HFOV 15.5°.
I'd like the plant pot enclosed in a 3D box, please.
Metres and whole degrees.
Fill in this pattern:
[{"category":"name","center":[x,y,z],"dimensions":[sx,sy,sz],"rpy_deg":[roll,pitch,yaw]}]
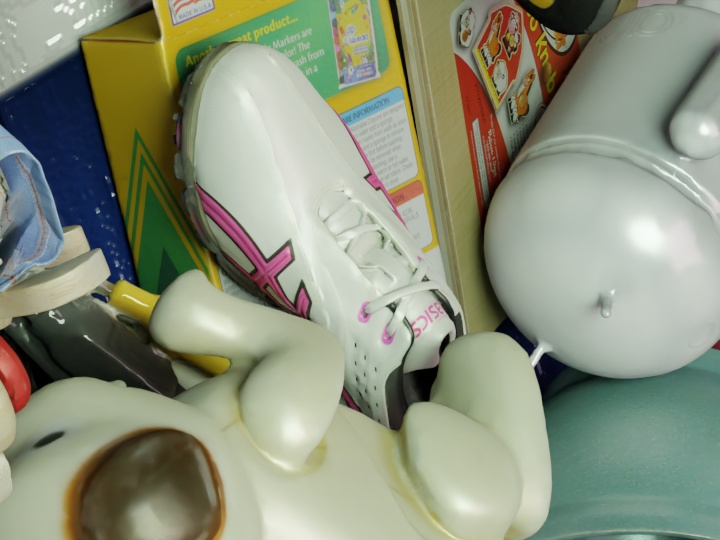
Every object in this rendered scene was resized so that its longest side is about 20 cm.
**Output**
[{"category":"plant pot","center":[0.131,0.118,1.164],"dimensions":[0.200,0.199,0.135],"rpy_deg":[48,36,-37]}]

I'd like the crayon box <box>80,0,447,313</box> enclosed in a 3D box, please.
[{"category":"crayon box","center":[-0.036,-0.046,1.055],"dimensions":[0.125,0.051,0.201],"rpy_deg":[-27,114,-41]}]

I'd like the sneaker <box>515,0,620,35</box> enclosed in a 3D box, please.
[{"category":"sneaker","center":[0.028,-0.168,1.046],"dimensions":[0.090,0.070,0.201],"rpy_deg":[-13,61,-30]}]

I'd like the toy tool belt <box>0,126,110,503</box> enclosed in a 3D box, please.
[{"category":"toy tool belt","center":[-0.144,-0.021,0.838],"dimensions":[0.123,0.200,0.125],"rpy_deg":[-37,141,-26]}]

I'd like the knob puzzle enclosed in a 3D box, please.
[{"category":"knob puzzle","center":[0.070,-0.092,1.169],"dimensions":[0.219,0.030,0.221],"rpy_deg":[-22,116,-57]}]

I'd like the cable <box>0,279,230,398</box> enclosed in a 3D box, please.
[{"category":"cable","center":[-0.121,0.008,0.979],"dimensions":[0.200,0.097,0.050],"rpy_deg":[43,32,-19]}]

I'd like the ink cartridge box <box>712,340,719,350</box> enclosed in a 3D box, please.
[{"category":"ink cartridge box","center":[0.235,0.023,1.274],"dimensions":[0.200,0.145,0.084],"rpy_deg":[30,71,-43]}]

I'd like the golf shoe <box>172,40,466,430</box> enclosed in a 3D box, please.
[{"category":"golf shoe","center":[0.000,0.000,0.996],"dimensions":[0.073,0.092,0.201],"rpy_deg":[-44,122,-33]}]

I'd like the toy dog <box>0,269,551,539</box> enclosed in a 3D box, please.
[{"category":"toy dog","center":[-0.045,0.099,0.879],"dimensions":[0.199,0.139,0.195],"rpy_deg":[15,53,-41]}]

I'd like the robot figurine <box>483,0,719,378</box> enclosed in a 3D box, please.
[{"category":"robot figurine","center":[0.124,-0.034,1.134],"dimensions":[0.113,0.170,0.200],"rpy_deg":[31,52,3]}]
